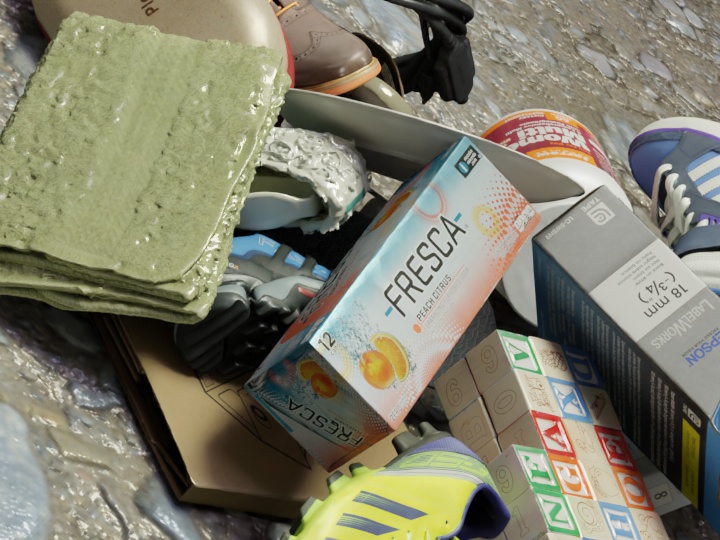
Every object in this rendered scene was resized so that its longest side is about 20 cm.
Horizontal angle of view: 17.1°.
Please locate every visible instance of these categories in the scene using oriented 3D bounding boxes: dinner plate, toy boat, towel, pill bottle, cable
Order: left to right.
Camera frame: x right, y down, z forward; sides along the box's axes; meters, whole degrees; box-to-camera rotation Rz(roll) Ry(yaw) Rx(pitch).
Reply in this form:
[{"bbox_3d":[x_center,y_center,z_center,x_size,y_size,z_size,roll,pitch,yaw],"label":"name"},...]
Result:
[{"bbox_3d":[-0.128,-0.057,1.309,0.148,0.037,0.201,12,53,7],"label":"towel"},{"bbox_3d":[-0.116,-0.139,1.537,0.200,0.130,0.131,56,0,33],"label":"toy boat"},{"bbox_3d":[0.002,-0.186,1.704,0.163,0.051,0.200,21,-17,18],"label":"cable"},{"bbox_3d":[0.037,-0.068,1.435,0.199,0.024,0.200,16,-3,1],"label":"dinner plate"},{"bbox_3d":[0.130,-0.034,1.643,0.109,0.110,0.200,33,14,-13],"label":"pill bottle"}]

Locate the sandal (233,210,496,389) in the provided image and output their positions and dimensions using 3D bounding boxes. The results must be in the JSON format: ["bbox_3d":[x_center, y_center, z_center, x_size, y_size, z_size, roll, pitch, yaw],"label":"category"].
[{"bbox_3d":[0.000,-0.001,1.445,0.200,0.076,0.043,37,-5,-9],"label":"sandal"}]

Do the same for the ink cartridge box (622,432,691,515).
[{"bbox_3d":[0.238,0.066,1.571,0.160,0.199,0.047,-110,177,-50],"label":"ink cartridge box"}]

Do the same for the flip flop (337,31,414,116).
[{"bbox_3d":[-0.001,-0.134,1.658,0.081,0.058,0.200,35,-2,-17],"label":"flip flop"}]

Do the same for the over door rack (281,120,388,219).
[{"bbox_3d":[0.000,-0.039,1.576,0.148,0.067,0.200,36,10,-8],"label":"over door rack"}]

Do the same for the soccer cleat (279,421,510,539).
[{"bbox_3d":[0.016,0.142,1.250,0.084,0.065,0.200,44,33,11],"label":"soccer cleat"}]

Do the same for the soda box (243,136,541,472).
[{"bbox_3d":[0.020,0.016,1.293,0.068,0.064,0.200,46,45,-8],"label":"soda box"}]

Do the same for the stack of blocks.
[{"bbox_3d":[0.110,0.135,1.375,0.115,0.059,0.201,15,44,-44],"label":"stack of blocks"}]

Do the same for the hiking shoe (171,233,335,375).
[{"bbox_3d":[-0.033,0.013,1.358,0.200,0.074,0.087,12,36,-46],"label":"hiking shoe"}]

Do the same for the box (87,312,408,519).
[{"bbox_3d":[-0.051,0.077,1.342,0.200,0.021,0.164,15,33,-43],"label":"box"}]

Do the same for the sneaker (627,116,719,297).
[{"bbox_3d":[0.221,-0.022,1.596,0.146,0.081,0.200,-33,47,-32],"label":"sneaker"}]

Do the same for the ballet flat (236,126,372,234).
[{"bbox_3d":[-0.094,-0.055,1.369,0.199,0.072,0.072,4,24,9],"label":"ballet flat"}]

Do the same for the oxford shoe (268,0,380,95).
[{"bbox_3d":[-0.064,-0.163,1.589,0.071,0.073,0.200,-33,36,-30],"label":"oxford shoe"}]

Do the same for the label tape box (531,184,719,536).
[{"bbox_3d":[0.190,0.064,1.447,0.200,0.063,0.144,47,-14,25],"label":"label tape box"}]
